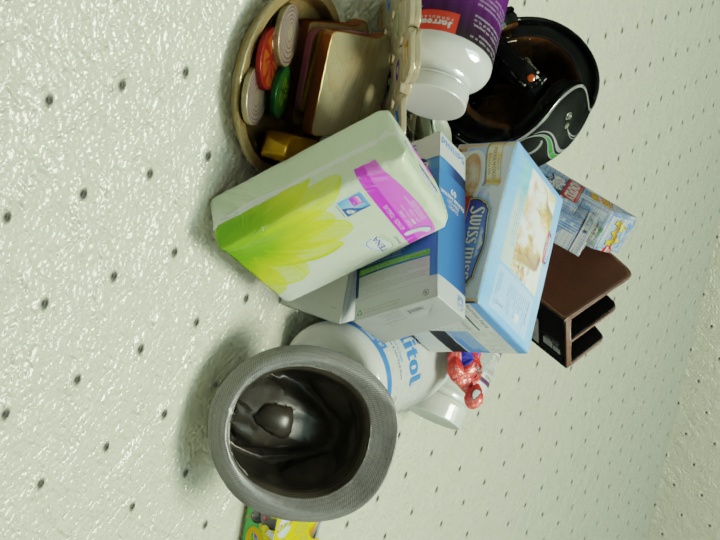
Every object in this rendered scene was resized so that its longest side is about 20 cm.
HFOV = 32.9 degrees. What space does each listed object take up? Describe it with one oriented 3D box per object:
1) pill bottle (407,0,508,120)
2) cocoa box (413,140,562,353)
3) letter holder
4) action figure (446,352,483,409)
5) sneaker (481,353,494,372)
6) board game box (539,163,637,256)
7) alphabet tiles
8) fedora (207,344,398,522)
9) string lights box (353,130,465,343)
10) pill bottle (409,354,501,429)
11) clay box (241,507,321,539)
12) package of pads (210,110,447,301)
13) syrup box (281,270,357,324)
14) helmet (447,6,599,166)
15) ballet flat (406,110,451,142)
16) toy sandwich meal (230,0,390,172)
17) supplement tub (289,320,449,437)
[{"bbox_3d":[0.099,-0.270,1.327,0.113,0.112,0.202,51,50,-60],"label":"pill bottle"},{"bbox_3d":[0.126,-0.024,1.353,0.133,0.130,0.201,42,57,-46],"label":"cocoa box"},{"bbox_3d":[0.274,0.016,1.741,0.142,0.200,0.101,-32,138,-21],"label":"letter holder"},{"bbox_3d":[0.123,0.068,1.440,0.065,0.051,0.202,41,40,-54],"label":"action figure"},{"bbox_3d":[0.126,0.039,1.600,0.070,0.099,0.202,-17,110,-34],"label":"sneaker"},{"bbox_3d":[0.275,-0.086,1.664,0.062,0.199,0.200,-63,173,17],"label":"board game box"},{"bbox_3d":[0.035,-0.204,1.244,0.200,0.014,0.197,122,-30,-70],"label":"alphabet tiles"},{"bbox_3d":[-0.069,0.162,1.264,0.198,0.090,0.178,12,90,-21],"label":"fedora"},{"bbox_3d":[0.053,-0.036,1.269,0.059,0.102,0.201,38,45,-44],"label":"string lights box"},{"bbox_3d":[0.136,0.110,1.671,0.201,0.112,0.112,-65,153,-13],"label":"pill bottle"},{"bbox_3d":[-0.083,0.261,1.410,0.115,0.047,0.202,-14,120,-60],"label":"clay box"},{"bbox_3d":[-0.027,-0.056,1.181,0.155,0.199,0.069,47,20,-60],"label":"package of pads"},{"bbox_3d":[0.000,0.000,1.373,0.200,0.078,0.082,-13,118,-60],"label":"syrup box"},{"bbox_3d":[0.188,-0.214,1.480,0.190,0.199,0.202,-3,109,-69],"label":"helmet"},{"bbox_3d":[0.074,-0.141,1.434,0.068,0.075,0.201,-55,150,-32],"label":"ballet flat"},{"bbox_3d":[-0.047,-0.178,1.178,0.205,0.070,0.207,-42,141,-46],"label":"toy sandwich meal"},{"bbox_3d":[0.011,0.108,1.406,0.200,0.131,0.133,-18,122,-59],"label":"supplement tub"}]
